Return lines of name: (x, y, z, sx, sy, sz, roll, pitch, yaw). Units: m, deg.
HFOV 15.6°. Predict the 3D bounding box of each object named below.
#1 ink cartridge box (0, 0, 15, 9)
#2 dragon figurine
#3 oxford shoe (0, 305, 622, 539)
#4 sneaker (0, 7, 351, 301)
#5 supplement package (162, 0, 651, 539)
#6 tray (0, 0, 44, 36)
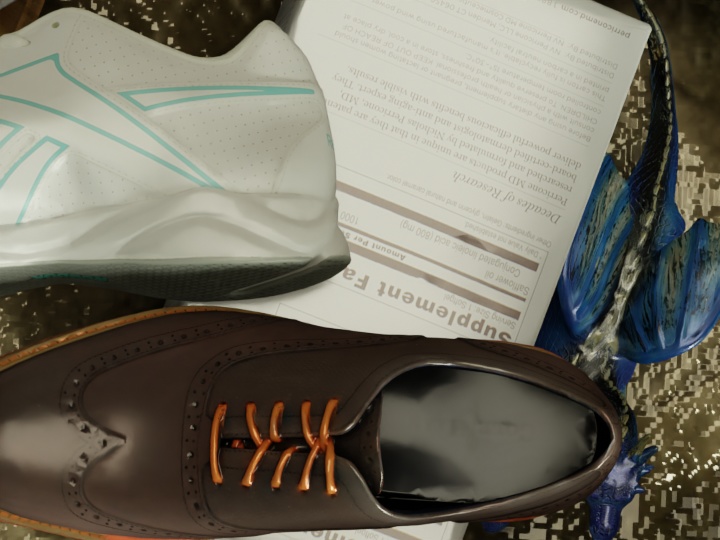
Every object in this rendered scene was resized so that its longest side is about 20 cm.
ink cartridge box: (-0.143, -0.168, 0.753, 0.119, 0.042, 0.201, -37, 117, -42)
dragon figurine: (0.089, 0.000, 0.877, 0.059, 0.099, 0.201, 23, 81, -7)
oxford shoe: (-0.023, 0.043, 0.755, 0.199, 0.073, 0.072, -3, 87, -7)
sneaker: (-0.104, -0.032, 0.765, 0.199, 0.070, 0.081, -1, 80, -9)
supplement package: (0.000, 0.000, 0.856, 0.109, 0.114, 0.201, 22, 83, -6)
tray: (-0.171, -0.130, 0.776, 0.200, 0.037, 0.099, 40, 59, -41)
